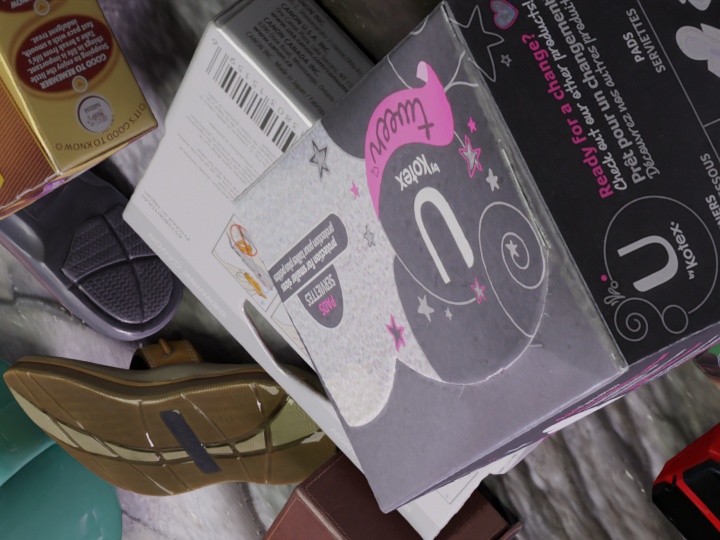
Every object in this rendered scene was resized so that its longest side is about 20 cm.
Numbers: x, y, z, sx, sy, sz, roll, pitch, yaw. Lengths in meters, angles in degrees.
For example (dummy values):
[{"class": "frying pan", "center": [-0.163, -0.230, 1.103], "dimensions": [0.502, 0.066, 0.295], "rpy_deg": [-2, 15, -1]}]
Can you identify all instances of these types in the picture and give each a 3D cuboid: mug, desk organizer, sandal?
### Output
[{"class": "mug", "center": [-0.188, 0.120, 1.536], "dimensions": [0.185, 0.114, 0.153], "rpy_deg": [7, 130, 51]}, {"class": "desk organizer", "center": [-0.005, 0.143, 1.348], "dimensions": [0.077, 0.072, 0.200], "rpy_deg": [47, 152, 9]}, {"class": "sandal", "center": [-0.081, 0.061, 1.386], "dimensions": [0.199, 0.054, 0.081], "rpy_deg": [-3, 129, 39]}]

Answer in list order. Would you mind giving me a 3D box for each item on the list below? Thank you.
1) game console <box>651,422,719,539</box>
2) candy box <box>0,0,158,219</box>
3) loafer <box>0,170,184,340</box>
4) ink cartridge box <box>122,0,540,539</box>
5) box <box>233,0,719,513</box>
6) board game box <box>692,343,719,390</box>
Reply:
[{"class": "game console", "center": [0.189, 0.135, 1.068], "dimensions": [0.200, 0.031, 0.177], "rpy_deg": [48, 172, 5]}, {"class": "candy box", "center": [-0.169, -0.126, 1.238], "dimensions": [0.201, 0.056, 0.117], "rpy_deg": [62, 151, -2]}, {"class": "loafer", "center": [-0.163, -0.046, 1.351], "dimensions": [0.200, 0.072, 0.063], "rpy_deg": [51, 156, -9]}, {"class": "ink cartridge box", "center": [0.000, 0.000, 1.196], "dimensions": [0.200, 0.044, 0.174], "rpy_deg": [47, 152, 7]}, {"class": "box", "center": [0.057, -0.017, 0.990], "dimensions": [0.133, 0.114, 0.200], "rpy_deg": [63, 152, 6]}, {"class": "board game box", "center": [0.200, 0.038, 0.969], "dimensions": [0.135, 0.029, 0.200], "rpy_deg": [47, 152, 3]}]
